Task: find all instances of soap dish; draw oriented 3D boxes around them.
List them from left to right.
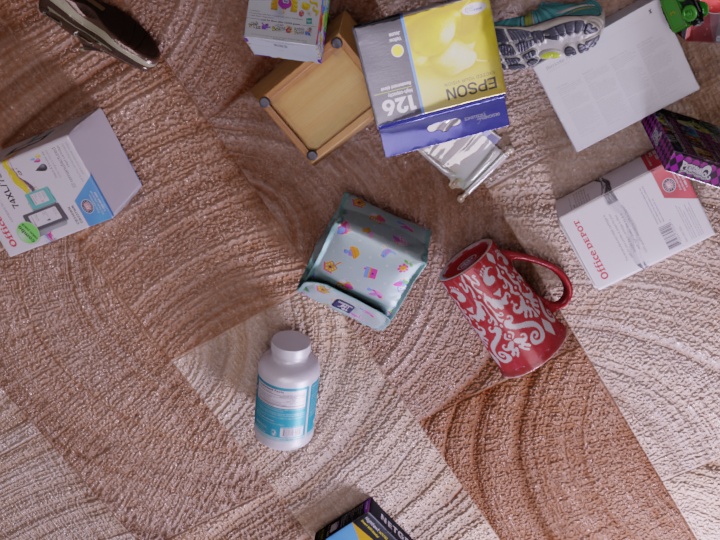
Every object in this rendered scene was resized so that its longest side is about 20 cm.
[{"bbox_3d":[-0.050,-0.269,1.407,0.199,0.081,0.158,-35,108,21],"label":"soap dish"}]

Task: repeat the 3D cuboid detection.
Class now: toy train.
[{"bbox_3d":[0.416,-0.423,1.269,0.056,0.042,0.201,-25,88,57],"label":"toy train"}]

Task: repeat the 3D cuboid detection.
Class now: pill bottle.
[{"bbox_3d":[-0.130,0.210,1.636,0.110,0.111,0.201,8,116,2],"label":"pill bottle"}]

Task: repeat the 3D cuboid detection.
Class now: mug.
[{"bbox_3d":[0.240,0.044,1.527,0.200,0.178,0.133,51,147,-13],"label":"mug"}]

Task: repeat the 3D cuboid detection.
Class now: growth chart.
[{"bbox_3d":[0.146,-0.219,1.446,0.145,0.018,0.200,-39,106,21],"label":"growth chart"}]

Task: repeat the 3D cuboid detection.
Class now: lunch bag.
[{"bbox_3d":[0.000,0.000,1.515,0.169,0.122,0.201,25,124,-9],"label":"lunch bag"}]

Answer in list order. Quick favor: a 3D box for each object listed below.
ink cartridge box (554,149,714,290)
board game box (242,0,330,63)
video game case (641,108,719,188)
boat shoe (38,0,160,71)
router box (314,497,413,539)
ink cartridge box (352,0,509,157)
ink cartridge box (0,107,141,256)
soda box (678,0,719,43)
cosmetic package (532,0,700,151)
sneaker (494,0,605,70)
[{"bbox_3d":[0.425,-0.084,1.445,0.199,0.083,0.147,-27,110,17],"label":"ink cartridge box"},{"bbox_3d":[-0.093,-0.406,1.289,0.104,0.103,0.202,8,90,2],"label":"board game box"},{"bbox_3d":[0.509,-0.167,1.330,0.180,0.200,0.036,18,119,-3],"label":"video game case"},{"bbox_3d":[-0.401,-0.366,1.411,0.202,0.075,0.075,38,128,-6],"label":"boat shoe"},{"bbox_3d":[0.026,0.560,1.823,0.149,0.051,0.200,-37,107,19],"label":"router box"},{"bbox_3d":[0.106,-0.277,1.330,0.196,0.047,0.201,-14,108,4],"label":"ink cartridge box"},{"bbox_3d":[-0.489,-0.141,1.481,0.199,0.146,0.147,-19,112,15],"label":"ink cartridge box"},{"bbox_3d":[0.495,-0.423,1.282,0.069,0.064,0.202,5,116,3],"label":"soda box"},{"bbox_3d":[0.375,-0.291,1.367,0.199,0.052,0.151,-26,112,17],"label":"cosmetic package"},{"bbox_3d":[0.257,-0.347,1.342,0.199,0.080,0.078,-1,140,26],"label":"sneaker"}]
